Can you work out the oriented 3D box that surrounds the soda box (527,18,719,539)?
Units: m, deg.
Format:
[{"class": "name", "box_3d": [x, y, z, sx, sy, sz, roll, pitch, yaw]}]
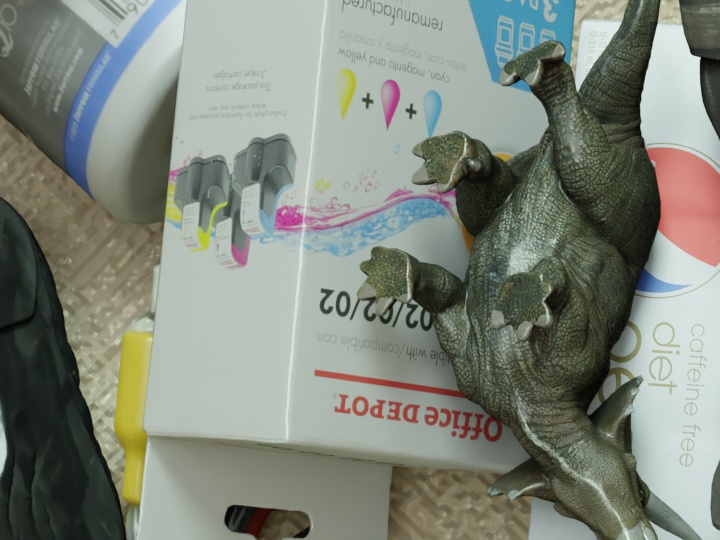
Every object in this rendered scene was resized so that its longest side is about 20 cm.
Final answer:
[{"class": "soda box", "box_3d": [0.097, 0.024, 0.915, 0.068, 0.064, 0.201, 4, 77, 13]}]

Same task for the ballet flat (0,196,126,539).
[{"class": "ballet flat", "box_3d": [-0.119, 0.069, 0.969, 0.066, 0.057, 0.201, -6, 78, -19]}]

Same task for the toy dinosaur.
[{"class": "toy dinosaur", "box_3d": [0.057, -0.006, 0.857, 0.077, 0.102, 0.201, -6, 65, 26]}]

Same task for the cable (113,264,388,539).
[{"class": "cable", "box_3d": [-0.060, 0.103, 0.940, 0.097, 0.050, 0.201, 24, 85, -18]}]

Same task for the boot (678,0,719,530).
[{"class": "boot", "box_3d": [0.167, -0.014, 0.890, 0.069, 0.200, 0.175, 2, 102, 49]}]

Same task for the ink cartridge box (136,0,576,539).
[{"class": "ink cartridge box", "box_3d": [0.000, 0.000, 0.885, 0.068, 0.115, 0.201, 1, 83, 45]}]

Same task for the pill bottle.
[{"class": "pill bottle", "box_3d": [-0.111, -0.118, 0.973, 0.200, 0.114, 0.114, 41, 88, 19]}]
